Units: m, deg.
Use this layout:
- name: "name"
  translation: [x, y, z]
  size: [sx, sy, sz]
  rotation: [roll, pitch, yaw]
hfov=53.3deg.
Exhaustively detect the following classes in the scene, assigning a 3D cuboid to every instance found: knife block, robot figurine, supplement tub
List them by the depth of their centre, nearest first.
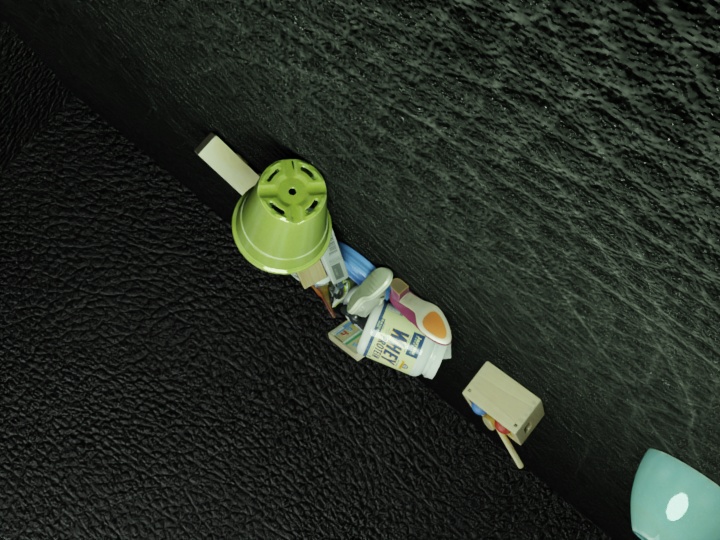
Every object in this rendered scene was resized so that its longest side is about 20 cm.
- name: "knife block"
  translation: [-0.146, -0.066, 1.627]
  size: [0.201, 0.064, 0.176]
  rotation: [62, 174, 3]
- name: "supplement tub"
  translation: [0.104, 0.171, 1.757]
  size: [0.199, 0.146, 0.145]
  rotation: [22, 171, 2]
- name: "robot figurine"
  translation: [0.038, 0.113, 1.921]
  size: [0.200, 0.125, 0.150]
  rotation: [30, 164, 48]

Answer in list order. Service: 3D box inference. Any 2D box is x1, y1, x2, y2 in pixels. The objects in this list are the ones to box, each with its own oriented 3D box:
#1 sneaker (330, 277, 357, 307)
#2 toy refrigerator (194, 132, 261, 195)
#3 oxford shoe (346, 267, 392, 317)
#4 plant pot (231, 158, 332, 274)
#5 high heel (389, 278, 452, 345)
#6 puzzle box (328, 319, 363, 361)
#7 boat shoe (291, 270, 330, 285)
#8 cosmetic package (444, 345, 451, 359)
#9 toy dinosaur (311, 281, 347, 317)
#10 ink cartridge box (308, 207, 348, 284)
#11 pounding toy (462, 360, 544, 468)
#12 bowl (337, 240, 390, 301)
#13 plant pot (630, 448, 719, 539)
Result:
- name: "sneaker"
  translation: [-0.046, 0.063, 2.092]
  size: [0.200, 0.081, 0.074]
  rotation: [151, 111, -70]
- name: "toy refrigerator"
  translation: [-0.300, -0.242, 1.737]
  size: [0.200, 0.070, 0.076]
  rotation: [44, 178, -25]
- name: "oxford shoe"
  translation: [0.032, 0.052, 1.656]
  size: [0.058, 0.075, 0.200]
  rotation: [23, 145, -15]
- name: "plant pot"
  translation: [-0.136, -0.116, 1.337]
  size: [0.200, 0.200, 0.190]
  rotation: [39, 159, 2]
- name: "high heel"
  translation: [0.134, 0.106, 1.610]
  size: [0.200, 0.067, 0.096]
  rotation: [42, 164, 26]
- name: "puzzle box"
  translation: [0.026, 0.159, 1.991]
  size: [0.133, 0.200, 0.026]
  rotation: [32, 147, 43]
- name: "boat shoe"
  translation: [-0.127, 0.002, 1.796]
  size: [0.200, 0.073, 0.066]
  rotation: [37, 145, 53]
- name: "cosmetic package"
  translation: [0.133, 0.209, 1.886]
  size: [0.199, 0.051, 0.083]
  rotation: [0, 170, -2]
- name: "toy dinosaur"
  translation: [-0.126, 0.025, 1.893]
  size: [0.105, 0.201, 0.181]
  rotation: [29, 155, -31]
- name: "ink cartridge box"
  translation: [-0.101, -0.088, 1.668]
  size: [0.163, 0.057, 0.200]
  rotation: [71, 174, -47]
- name: "pounding toy"
  translation: [0.349, 0.352, 1.738]
  size: [0.184, 0.142, 0.200]
  rotation: [36, 171, 27]
- name: "bowl"
  translation: [0.000, 0.000, 1.781]
  size: [0.200, 0.039, 0.201]
  rotation: [39, 173, 6]
- name: "plant pot"
  translation: [0.550, 0.427, 1.243]
  size: [0.200, 0.135, 0.200]
  rotation: [39, 173, 6]
